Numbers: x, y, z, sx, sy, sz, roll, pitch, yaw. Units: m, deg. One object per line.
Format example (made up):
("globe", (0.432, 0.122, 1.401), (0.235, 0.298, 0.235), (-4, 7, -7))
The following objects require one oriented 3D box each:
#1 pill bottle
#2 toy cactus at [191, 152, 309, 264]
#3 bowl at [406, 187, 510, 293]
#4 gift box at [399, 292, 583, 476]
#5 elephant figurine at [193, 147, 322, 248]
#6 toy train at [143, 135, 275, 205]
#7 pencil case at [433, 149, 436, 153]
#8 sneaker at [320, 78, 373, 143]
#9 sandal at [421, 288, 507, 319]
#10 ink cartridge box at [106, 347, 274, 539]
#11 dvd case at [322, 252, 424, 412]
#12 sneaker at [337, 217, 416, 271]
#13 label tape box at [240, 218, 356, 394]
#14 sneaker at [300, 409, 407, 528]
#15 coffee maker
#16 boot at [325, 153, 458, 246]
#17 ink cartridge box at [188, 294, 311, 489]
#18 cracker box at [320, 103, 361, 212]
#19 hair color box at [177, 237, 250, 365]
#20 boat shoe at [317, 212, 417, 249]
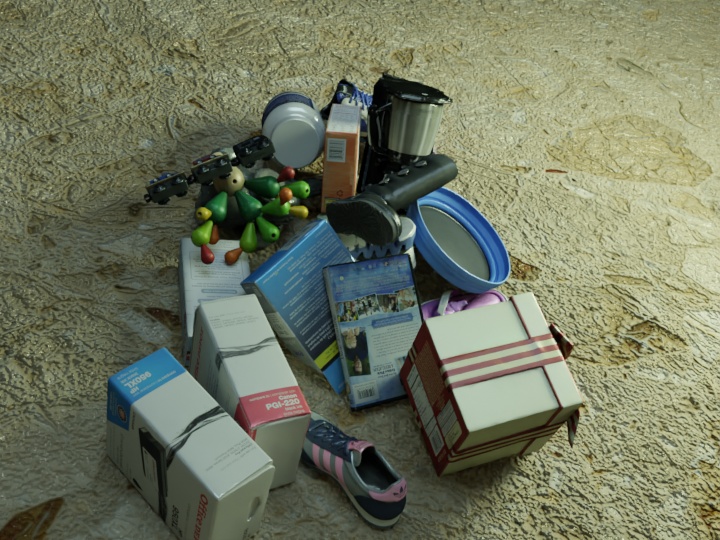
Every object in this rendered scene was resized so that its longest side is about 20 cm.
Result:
("pill bottle", (-0.116, -0.239, 1.525), (0.110, 0.112, 0.200), (9, 18, -9))
("toy cactus", (-0.175, -0.106, 1.288), (0.199, 0.103, 0.166), (-33, 69, -15))
("bowl", (0.155, -0.049, 1.424), (0.199, 0.039, 0.202), (30, 36, -24))
("gift box", (0.177, 0.164, 1.164), (0.184, 0.185, 0.202), (-12, 66, -18))
("elephant figurine", (-0.155, -0.111, 1.406), (0.198, 0.141, 0.157), (18, 80, -14))
("toy train", (-0.217, -0.145, 1.263), (0.198, 0.034, 0.046), (-25, 45, -12))
("pencil case", (0.082, -0.263, 1.690), (0.086, 0.088, 0.201), (2, 42, -17))
("sneaker", (0.010, -0.292, 1.609), (0.197, 0.116, 0.081), (-14, 48, 15))
("sandal", (0.153, 0.058, 1.381), (0.201, 0.050, 0.082), (-19, 52, -36))
("ink cartridge box", (-0.200, 0.212, 1.010), (0.200, 0.146, 0.084), (39, 46, 25))
("dvd case", (0.029, 0.083, 1.243), (0.141, 0.017, 0.203), (-9, 85, -31))
("sneaker", (0.001, 0.000, 1.363), (0.197, 0.116, 0.081), (-11, 31, 14))
("label tape box", (-0.053, 0.051, 1.255), (0.143, 0.066, 0.201), (-42, 107, -25))
("sneaker", (-0.017, 0.226, 1.109), (0.199, 0.083, 0.070), (37, 44, 22))
("coffee maker", (0.072, -0.217, 1.518), (0.133, 0.202, 0.192), (11, 20, 0))
("boot", (0.070, -0.110, 1.317), (0.199, 0.066, 0.164), (-25, 27, -29))
("ink cartridge box", (-0.143, 0.152, 1.097), (0.084, 0.147, 0.201), (-10, 48, -27))
("cracker box", (-0.031, -0.190, 1.486), (0.057, 0.136, 0.200), (4, 22, 0))
("hair color box", (-0.206, 0.042, 1.265), (0.098, 0.061, 0.201), (2, 42, -17))
("boat shoe", (0.023, -0.064, 1.461), (0.199, 0.061, 0.072), (0, 19, -20))
